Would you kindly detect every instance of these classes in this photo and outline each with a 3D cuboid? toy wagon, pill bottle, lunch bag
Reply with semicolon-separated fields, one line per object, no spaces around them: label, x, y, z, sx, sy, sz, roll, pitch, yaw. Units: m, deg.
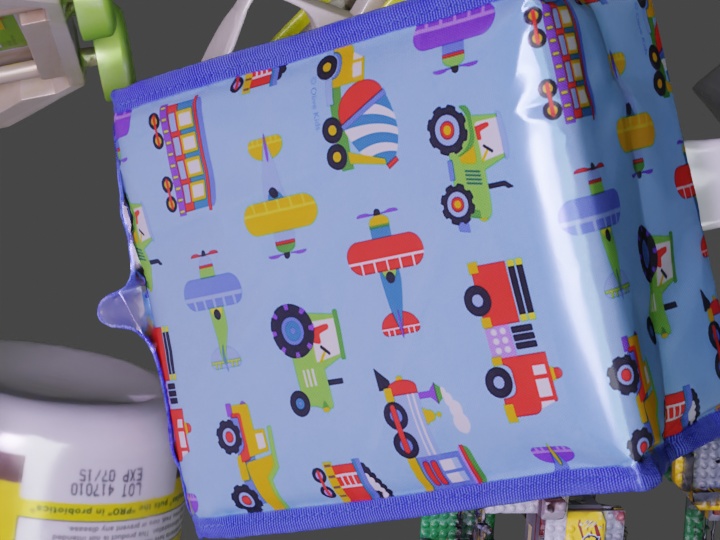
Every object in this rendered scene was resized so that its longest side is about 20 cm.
toy wagon;-0.154;-0.075;0.751;0.154;0.200;0.040;-12;78;-3
pill bottle;-0.123;0.132;0.838;0.109;0.109;0.201;8;100;-7
lunch bag;0.000;0.000;0.743;0.199;0.094;0.151;-12;92;29

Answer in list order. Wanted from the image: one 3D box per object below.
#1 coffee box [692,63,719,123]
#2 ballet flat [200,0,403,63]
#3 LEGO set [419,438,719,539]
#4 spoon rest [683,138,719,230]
coffee box;0.228;-0.020;0.855;0.113;0.080;0.200;-39;101;4
ballet flat;-0.002;-0.091;0.825;0.067;0.067;0.200;39;98;-26
LEGO set;0.088;0.137;0.849;0.153;0.116;0.201;10;100;-12
spoon rest;0.056;-0.021;0.782;0.199;0.061;0.100;-9;89;6
